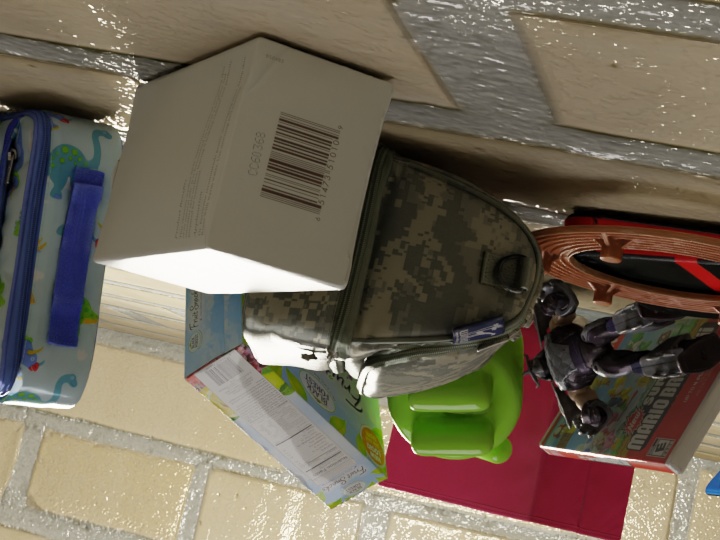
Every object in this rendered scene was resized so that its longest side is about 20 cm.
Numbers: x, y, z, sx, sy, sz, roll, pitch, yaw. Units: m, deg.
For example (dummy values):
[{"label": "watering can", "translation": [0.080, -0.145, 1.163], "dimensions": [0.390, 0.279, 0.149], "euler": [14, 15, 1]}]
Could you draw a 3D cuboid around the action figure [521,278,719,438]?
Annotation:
[{"label": "action figure", "translation": [0.189, 0.062, 1.277], "dimensions": [0.069, 0.130, 0.200], "euler": [-26, -179, -34]}]

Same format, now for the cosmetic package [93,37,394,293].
[{"label": "cosmetic package", "translation": [-0.070, -0.049, 0.863], "dimensions": [0.081, 0.113, 0.200], "euler": [17, 173, -23]}]

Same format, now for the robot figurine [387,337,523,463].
[{"label": "robot figurine", "translation": [0.085, 0.087, 1.401], "dimensions": [0.115, 0.176, 0.200], "euler": [-3, -158, 8]}]

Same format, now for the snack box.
[{"label": "snack box", "translation": [-0.063, 0.077, 1.350], "dimensions": [0.068, 0.169, 0.200], "euler": [-32, 125, 20]}]

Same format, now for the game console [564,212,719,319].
[{"label": "game console", "translation": [0.240, 0.003, 1.047], "dimensions": [0.176, 0.031, 0.200], "euler": [5, 170, 32]}]

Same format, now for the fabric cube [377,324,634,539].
[{"label": "fabric cube", "translation": [0.168, 0.161, 1.688], "dimensions": [0.196, 0.200, 0.200], "euler": [6, 170, 39]}]

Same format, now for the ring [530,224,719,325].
[{"label": "ring", "translation": [0.192, 0.007, 0.979], "dimensions": [0.200, 0.019, 0.200], "euler": [12, 170, 2]}]

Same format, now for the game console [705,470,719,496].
[{"label": "game console", "translation": [0.522, 0.227, 1.869], "dimensions": [0.170, 0.119, 0.200], "euler": [14, 173, -7]}]

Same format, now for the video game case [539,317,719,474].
[{"label": "video game case", "translation": [0.236, 0.097, 1.316], "dimensions": [0.017, 0.143, 0.200], "euler": [39, 164, -17]}]

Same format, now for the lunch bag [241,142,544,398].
[{"label": "lunch bag", "translation": [0.021, 0.006, 0.997], "dimensions": [0.167, 0.140, 0.200], "euler": [11, 170, 1]}]

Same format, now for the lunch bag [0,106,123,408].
[{"label": "lunch bag", "translation": [-0.228, -0.009, 1.095], "dimensions": [0.082, 0.201, 0.161], "euler": [9, 177, -31]}]
